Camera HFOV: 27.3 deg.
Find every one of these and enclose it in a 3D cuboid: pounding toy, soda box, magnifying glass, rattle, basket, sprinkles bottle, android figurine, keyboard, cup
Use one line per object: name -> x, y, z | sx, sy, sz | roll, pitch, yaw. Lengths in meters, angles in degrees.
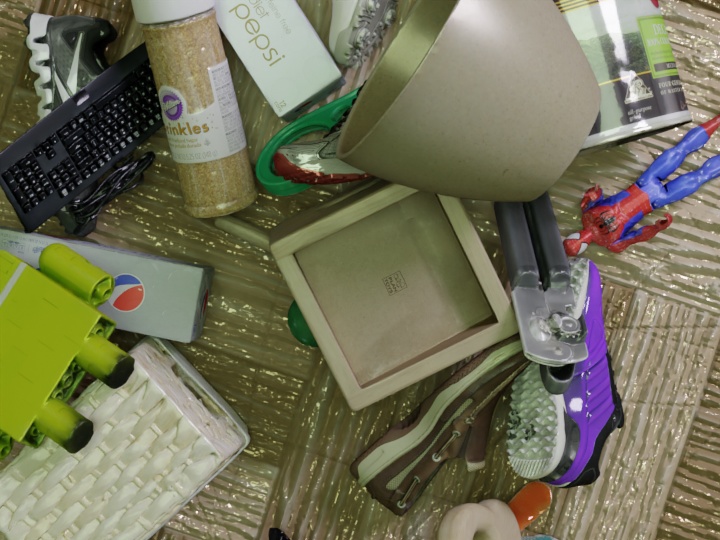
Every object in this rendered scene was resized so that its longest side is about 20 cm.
pounding toy -> 0.000, 0.000, 1.259 | 0.200, 0.142, 0.184 | -26, 100, 2
soda box -> -0.094, -0.230, 1.282 | 0.068, 0.064, 0.200 | -33, 90, 3
magnifying glass -> -0.008, -0.137, 1.283 | 0.200, 0.080, 0.022 | -42, 128, -5
rattle -> 0.079, 0.255, 1.244 | 0.143, 0.200, 0.130 | -39, 98, 27
basket -> -0.211, 0.167, 1.264 | 0.200, 0.123, 0.136 | -43, 89, 2
sprinkles bottle -> -0.138, -0.148, 1.254 | 0.068, 0.068, 0.200 | -11, 110, 3
android figurine -> -0.282, 0.062, 1.218 | 0.200, 0.041, 0.182 | 28, 85, 25
soda box -> -0.233, 0.011, 1.293 | 0.199, 0.063, 0.068 | 11, 92, 3
keyboard -> -0.211, -0.106, 1.252 | 0.200, 0.040, 0.104 | -44, 132, -25
cup -> 0.094, -0.132, 1.108 | 0.143, 0.200, 0.201 | 31, 92, -10

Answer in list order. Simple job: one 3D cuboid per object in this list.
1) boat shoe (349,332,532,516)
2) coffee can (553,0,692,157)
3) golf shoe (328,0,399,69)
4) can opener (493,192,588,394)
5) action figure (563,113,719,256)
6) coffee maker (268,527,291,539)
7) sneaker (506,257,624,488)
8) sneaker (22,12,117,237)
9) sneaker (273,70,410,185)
boat shoe -> 0.085, 0.135, 1.260 | 0.202, 0.075, 0.075 | -43, 80, 25
coffee can -> 0.178, -0.199, 1.226 | 0.146, 0.146, 0.200 | -16, 91, 3
golf shoe -> -0.010, -0.275, 1.281 | 0.097, 0.078, 0.200 | 13, 85, 16
can opener -> 0.145, 0.015, 1.233 | 0.053, 0.200, 0.067 | 2, 133, -8
action figure -> 0.255, -0.074, 1.251 | 0.200, 0.099, 0.065 | -36, 88, 6
coffee maker -> -0.092, 0.354, 1.256 | 0.200, 0.135, 0.192 | -38, 89, 4
sneaker -> 0.186, 0.092, 1.273 | 0.099, 0.069, 0.201 | 24, 69, -33
sneaker -> -0.237, -0.131, 1.290 | 0.090, 0.066, 0.201 | -7, 88, 6
sneaker -> 0.010, -0.124, 1.225 | 0.200, 0.078, 0.082 | -25, 103, -31
